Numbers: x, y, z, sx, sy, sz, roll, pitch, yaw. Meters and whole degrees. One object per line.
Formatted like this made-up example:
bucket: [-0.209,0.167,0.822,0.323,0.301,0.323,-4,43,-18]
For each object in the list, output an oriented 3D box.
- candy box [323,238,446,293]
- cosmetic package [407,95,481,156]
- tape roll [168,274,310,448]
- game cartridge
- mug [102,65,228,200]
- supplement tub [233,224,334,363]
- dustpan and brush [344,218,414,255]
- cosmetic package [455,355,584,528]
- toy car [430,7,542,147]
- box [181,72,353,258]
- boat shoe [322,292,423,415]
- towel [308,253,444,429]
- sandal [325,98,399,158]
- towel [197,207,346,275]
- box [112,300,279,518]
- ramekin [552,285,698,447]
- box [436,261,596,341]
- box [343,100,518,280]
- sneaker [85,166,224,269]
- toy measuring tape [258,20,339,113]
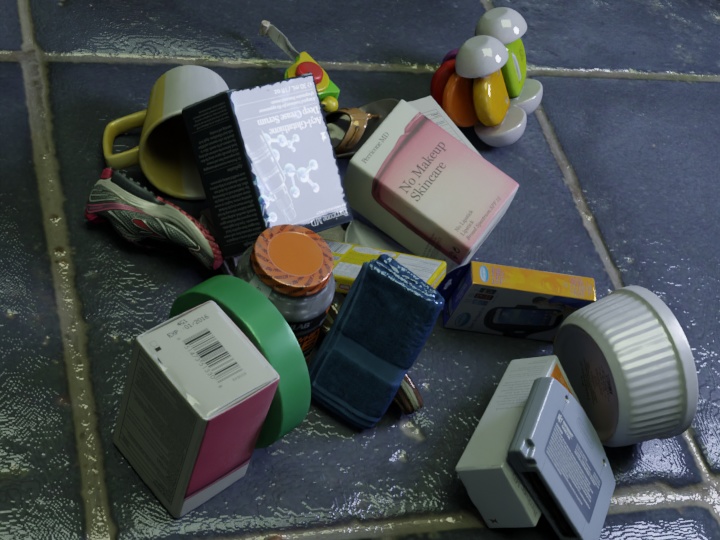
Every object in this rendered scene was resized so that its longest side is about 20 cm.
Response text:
candy box: [0.000,0.000,1.646,0.198,0.027,0.102,11,29,19]
cosmetic package: [0.111,-0.155,1.905,0.105,0.071,0.201,-19,59,-30]
tape roll: [-0.142,0.106,1.498,0.048,0.201,0.200,-31,65,-36]
game cartridge: [0.245,0.230,1.558,0.201,0.041,0.134,57,39,-30]
mug: [-0.248,-0.206,1.777,0.185,0.150,0.154,10,39,-20]
supplement tub: [-0.102,0.045,1.566,0.121,0.201,0.123,10,48,-11]
dustpan and brush: [0.035,0.021,1.716,0.139,0.057,0.200,30,20,-16]
cosmetic package: [0.199,0.208,1.591,0.102,0.071,0.200,59,42,-25]
toy car: [0.187,-0.298,2.020,0.149,0.176,0.201,0,38,30]
box: [-0.118,-0.134,1.661,0.148,0.107,0.202,-20,96,-42]
boat shoe: [-0.002,0.110,1.649,0.075,0.075,0.203,-37,72,-2]
towel: [0.014,0.089,1.575,0.111,0.201,0.048,33,20,12]
sandal: [-0.030,-0.204,1.863,0.198,0.055,0.082,-11,66,-1]
towel: [-0.111,-0.047,1.757,0.199,0.035,0.133,-15,58,-30]
box: [-0.185,0.155,1.440,0.109,0.201,0.128,-28,64,-36]
ramekin: [0.329,0.129,1.659,0.104,0.201,0.201,-15,56,-19]
box: [0.200,0.042,1.731,0.198,0.119,0.042,6,57,-14]
box: [0.090,-0.107,1.744,0.199,0.109,0.128,36,66,6]
sneaker: [-0.264,-0.055,1.684,0.199,0.081,0.075,30,85,13]
toy measuring tape: [-0.107,-0.302,1.958,0.073,0.074,0.200,-27,64,-36]
